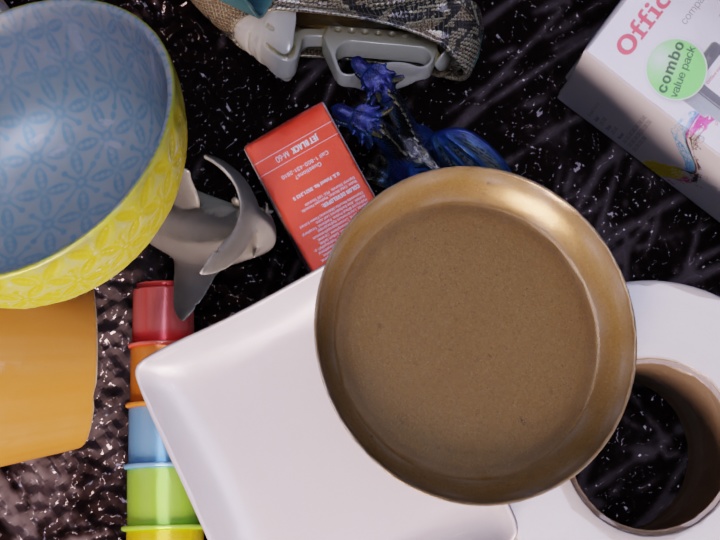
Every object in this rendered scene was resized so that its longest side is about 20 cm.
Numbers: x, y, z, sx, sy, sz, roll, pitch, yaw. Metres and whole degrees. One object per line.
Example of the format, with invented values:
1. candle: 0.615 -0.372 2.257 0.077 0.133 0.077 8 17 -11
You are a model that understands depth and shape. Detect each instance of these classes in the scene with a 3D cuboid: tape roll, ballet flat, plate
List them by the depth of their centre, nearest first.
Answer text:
1. plate: -0.020 0.108 1.361 0.199 0.032 0.201 -27 84 24
2. tape roll: 0.172 0.113 1.400 0.201 0.139 0.205 0 83 -2
3. ballet flat: -0.018 -0.155 1.456 0.198 0.068 0.076 6 61 -3

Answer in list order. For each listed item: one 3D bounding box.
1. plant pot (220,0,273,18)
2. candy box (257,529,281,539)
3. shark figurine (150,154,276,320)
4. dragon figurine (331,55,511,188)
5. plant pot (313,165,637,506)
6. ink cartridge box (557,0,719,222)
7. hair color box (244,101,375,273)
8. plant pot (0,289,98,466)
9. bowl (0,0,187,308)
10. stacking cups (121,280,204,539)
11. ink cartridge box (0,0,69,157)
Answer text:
1. plant pot: -0.134 -0.281 1.416 0.199 0.141 0.142 23 77 27
2. candy box: 0.019 0.232 1.426 0.136 0.061 0.200 -39 86 -4
3. shark figurine: -0.096 -0.012 1.392 0.128 0.214 0.090 27 83 -30
4. dragon figurine: 0.059 -0.058 1.434 0.200 0.099 0.059 39 84 -3
5. plant pot: 0.066 0.039 1.303 0.198 0.027 0.202 3 77 -14
6. ink cartridge box: 0.252 -0.122 1.423 0.200 0.146 0.147 37 84 3
7. hair color box: 0.000 0.000 1.423 0.064 0.111 0.201 -30 85 -2
8. plant pot: -0.263 0.049 1.383 0.182 0.200 0.202 0 84 -16
9. bowl: -0.182 -0.050 1.308 0.199 0.108 0.201 -10 54 14
10. stacking cups: -0.125 0.108 1.435 0.060 0.061 0.202 1 84 -1
11. ink cartridge box: -0.262 -0.161 1.429 0.067 0.117 0.201 -36 87 -2
